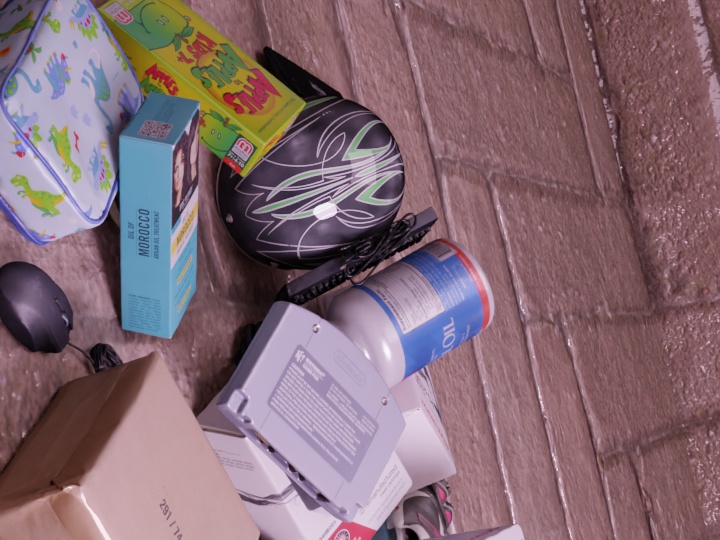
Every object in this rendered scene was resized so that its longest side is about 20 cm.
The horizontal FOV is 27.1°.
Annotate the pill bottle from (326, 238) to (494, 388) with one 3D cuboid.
[{"bbox_3d":[0.034,0.056,1.563,0.199,0.112,0.113,-29,106,-26],"label":"pill bottle"}]

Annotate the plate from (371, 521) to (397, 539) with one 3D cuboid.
[{"bbox_3d":[0.020,0.286,1.707,0.200,0.025,0.202,45,38,-50],"label":"plate"}]

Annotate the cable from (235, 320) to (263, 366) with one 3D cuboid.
[{"bbox_3d":[-0.067,0.147,1.560,0.163,0.050,0.203,-15,90,-67],"label":"cable"}]

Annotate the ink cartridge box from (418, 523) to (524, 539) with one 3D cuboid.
[{"bbox_3d":[0.057,0.324,1.514,0.146,0.198,0.084,-9,84,-54],"label":"ink cartridge box"}]

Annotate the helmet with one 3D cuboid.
[{"bbox_3d":[-0.051,-0.093,1.596,0.191,0.198,0.202,-72,143,-80],"label":"helmet"}]

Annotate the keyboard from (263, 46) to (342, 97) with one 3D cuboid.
[{"bbox_3d":[-0.058,-0.198,1.817,0.105,0.040,0.199,57,16,24],"label":"keyboard"}]

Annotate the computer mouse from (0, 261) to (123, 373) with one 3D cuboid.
[{"bbox_3d":[-0.236,0.058,1.247,0.200,0.034,0.059,50,32,-46],"label":"computer mouse"}]

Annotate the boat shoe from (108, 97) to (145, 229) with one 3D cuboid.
[{"bbox_3d":[-0.193,-0.121,1.416,0.073,0.064,0.202,56,30,-40],"label":"boat shoe"}]

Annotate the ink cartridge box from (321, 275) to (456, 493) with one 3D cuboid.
[{"bbox_3d":[0.032,0.130,1.681,0.145,0.083,0.202,60,12,-48],"label":"ink cartridge box"}]

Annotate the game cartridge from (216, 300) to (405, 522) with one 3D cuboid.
[{"bbox_3d":[-0.040,0.126,1.393,0.200,0.040,0.134,49,63,-34],"label":"game cartridge"}]

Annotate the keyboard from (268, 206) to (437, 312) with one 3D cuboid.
[{"bbox_3d":[0.000,0.000,1.555,0.040,0.199,0.104,55,-23,13],"label":"keyboard"}]

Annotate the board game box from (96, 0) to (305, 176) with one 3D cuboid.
[{"bbox_3d":[-0.158,-0.188,1.423,0.199,0.048,0.102,39,36,-1],"label":"board game box"}]

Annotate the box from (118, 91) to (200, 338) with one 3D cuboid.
[{"bbox_3d":[-0.176,-0.047,1.314,0.083,0.048,0.202,-70,168,-54],"label":"box"}]

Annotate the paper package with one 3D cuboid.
[{"bbox_3d":[-0.184,0.201,1.189,0.202,0.102,0.191,64,25,-23],"label":"paper package"}]

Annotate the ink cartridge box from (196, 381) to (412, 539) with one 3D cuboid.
[{"bbox_3d":[-0.053,0.181,1.464,0.144,0.083,0.201,-48,123,-32],"label":"ink cartridge box"}]

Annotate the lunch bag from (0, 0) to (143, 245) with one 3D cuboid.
[{"bbox_3d":[-0.258,-0.130,1.252,0.161,0.082,0.201,57,29,-34],"label":"lunch bag"}]

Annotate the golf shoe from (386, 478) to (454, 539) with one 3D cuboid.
[{"bbox_3d":[0.084,0.333,1.727,0.088,0.077,0.202,-44,116,-42],"label":"golf shoe"}]
